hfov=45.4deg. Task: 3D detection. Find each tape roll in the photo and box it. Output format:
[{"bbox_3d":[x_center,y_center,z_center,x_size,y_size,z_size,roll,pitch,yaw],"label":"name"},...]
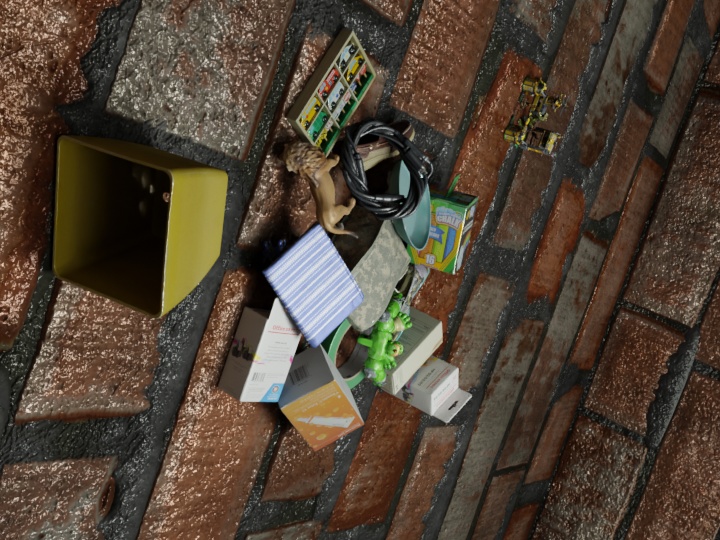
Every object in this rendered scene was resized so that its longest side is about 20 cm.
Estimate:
[{"bbox_3d":[-0.026,0.160,1.865,0.199,0.048,0.204,-32,133,-42],"label":"tape roll"}]

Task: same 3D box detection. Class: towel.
[{"bbox_3d":[-0.083,0.028,1.582,0.145,0.024,0.202,-43,125,-19],"label":"towel"}]

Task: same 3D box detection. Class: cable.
[{"bbox_3d":[0.037,-0.193,1.624,0.199,0.051,0.165,39,75,-16],"label":"cable"}]

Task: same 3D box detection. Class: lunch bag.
[{"bbox_3d":[0.000,0.000,1.737,0.202,0.116,0.165,-62,146,-23],"label":"lunch bag"}]

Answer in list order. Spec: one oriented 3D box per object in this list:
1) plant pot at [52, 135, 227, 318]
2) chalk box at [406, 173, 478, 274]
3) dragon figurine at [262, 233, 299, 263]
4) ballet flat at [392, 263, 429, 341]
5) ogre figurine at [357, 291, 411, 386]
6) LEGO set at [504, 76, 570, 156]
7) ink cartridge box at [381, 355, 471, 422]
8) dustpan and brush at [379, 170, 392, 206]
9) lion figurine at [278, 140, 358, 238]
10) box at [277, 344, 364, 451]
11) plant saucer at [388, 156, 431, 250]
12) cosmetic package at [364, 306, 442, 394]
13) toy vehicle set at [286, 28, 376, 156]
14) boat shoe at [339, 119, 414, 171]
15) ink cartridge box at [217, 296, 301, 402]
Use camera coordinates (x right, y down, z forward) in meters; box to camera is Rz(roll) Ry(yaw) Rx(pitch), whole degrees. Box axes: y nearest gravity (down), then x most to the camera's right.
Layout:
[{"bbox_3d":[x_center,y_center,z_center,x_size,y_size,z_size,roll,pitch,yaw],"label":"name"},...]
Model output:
[{"bbox_3d":[-0.295,-0.078,1.213,0.176,0.196,0.204,-28,132,-60],"label":"plant pot"},{"bbox_3d":[0.183,-0.115,1.913,0.125,0.121,0.205,-37,138,-67],"label":"chalk box"},{"bbox_3d":[-0.127,0.003,1.613,0.099,0.058,0.203,-44,140,-32],"label":"dragon figurine"},{"bbox_3d":[0.088,0.063,1.973,0.072,0.071,0.204,34,80,-57],"label":"ballet flat"},{"bbox_3d":[0.048,0.156,1.849,0.202,0.097,0.120,-59,167,13],"label":"ogre figurine"},{"bbox_3d":[0.463,-0.385,2.194,0.153,0.114,0.203,32,81,-57],"label":"LEGO set"},{"bbox_3d":[0.154,0.263,2.036,0.115,0.197,0.069,-38,137,-37],"label":"ink cartridge box"},{"bbox_3d":[0.073,-0.145,1.816,0.141,0.057,0.201,-54,143,-21],"label":"dustpan and brush"},{"bbox_3d":[-0.068,-0.140,1.532,0.203,0.072,0.122,64,25,-1],"label":"lion figurine"},{"bbox_3d":[-0.088,0.259,1.744,0.123,0.098,0.201,-28,141,0],"label":"box"},{"bbox_3d":[0.097,-0.141,1.750,0.199,0.035,0.205,-5,90,-68],"label":"plant saucer"},{"bbox_3d":[0.097,0.184,2.011,0.199,0.104,0.072,-41,141,-33],"label":"cosmetic package"},{"bbox_3d":[-0.050,-0.318,1.565,0.202,0.026,0.124,-60,147,-13],"label":"toy vehicle set"},{"bbox_3d":[0.033,-0.260,1.684,0.198,0.072,0.073,-32,133,-32],"label":"boat shoe"},{"bbox_3d":[-0.178,0.139,1.609,0.114,0.067,0.204,13,99,-56],"label":"ink cartridge box"}]
